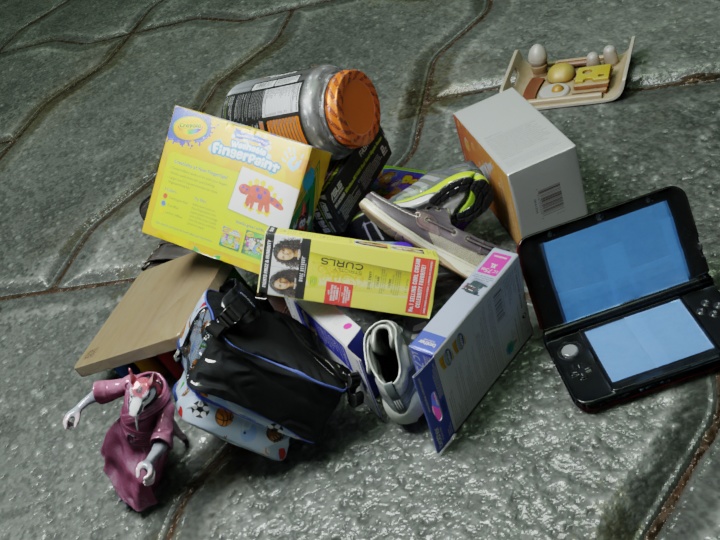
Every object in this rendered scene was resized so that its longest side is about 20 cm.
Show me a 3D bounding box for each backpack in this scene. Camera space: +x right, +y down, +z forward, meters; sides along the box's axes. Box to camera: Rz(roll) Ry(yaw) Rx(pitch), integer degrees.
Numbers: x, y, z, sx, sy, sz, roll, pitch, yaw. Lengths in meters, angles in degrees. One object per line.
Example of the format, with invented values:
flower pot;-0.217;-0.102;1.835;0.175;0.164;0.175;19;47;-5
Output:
backpack;-0.121;0.106;1.026;0.155;0.199;0.191;-52;25;11

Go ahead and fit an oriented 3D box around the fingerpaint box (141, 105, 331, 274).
fingerpaint box;-0.155;-0.097;1.148;0.198;0.169;0.073;18;6;19

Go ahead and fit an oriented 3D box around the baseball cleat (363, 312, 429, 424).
baseball cleat;0.044;0.078;1.039;0.069;0.107;0.201;-20;33;9

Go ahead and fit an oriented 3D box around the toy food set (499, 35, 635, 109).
toy food set;0.333;-0.325;1.464;0.197;0.061;0.144;-2;39;25

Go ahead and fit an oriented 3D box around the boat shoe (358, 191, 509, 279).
boat shoe;0.093;-0.047;1.131;0.198;0.072;0.065;31;88;4

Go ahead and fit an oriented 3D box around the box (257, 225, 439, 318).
box;-0.014;0.002;1.035;0.197;0.076;0.050;9;11;-3

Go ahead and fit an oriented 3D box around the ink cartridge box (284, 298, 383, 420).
ink cartridge box;-0.026;0.086;1.074;0.037;0.096;0.200;-30;36;-15

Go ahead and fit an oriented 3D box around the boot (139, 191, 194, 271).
boot;-0.293;-0.054;1.419;0.197;0.070;0.175;0;40;24

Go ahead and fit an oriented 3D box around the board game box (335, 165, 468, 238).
board game box;0.057;-0.087;1.304;0.198;0.045;0.135;14;48;39

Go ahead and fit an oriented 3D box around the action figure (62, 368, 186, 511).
action figure;-0.228;0.168;0.993;0.134;0.201;0.148;39;45;17

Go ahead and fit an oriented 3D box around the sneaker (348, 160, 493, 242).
sneaker;0.078;-0.083;1.195;0.198;0.075;0.081;-19;28;15

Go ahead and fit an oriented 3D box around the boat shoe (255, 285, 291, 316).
boat shoe;-0.108;0.020;1.227;0.069;0.071;0.201;-6;39;19

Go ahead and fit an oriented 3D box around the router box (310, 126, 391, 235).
router box;-0.060;-0.123;1.261;0.148;0.063;0.201;-8;35;32

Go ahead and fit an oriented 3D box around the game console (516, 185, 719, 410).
game console;0.289;0.027;0.972;0.197;0.120;0.173;-19;35;3

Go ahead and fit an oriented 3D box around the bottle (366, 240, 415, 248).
bottle;0.000;0.000;1.165;0.083;0.066;0.199;-35;19;-23

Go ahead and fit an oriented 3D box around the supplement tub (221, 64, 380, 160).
supplement tub;-0.079;-0.202;1.211;0.198;0.123;0.123;-1;39;37

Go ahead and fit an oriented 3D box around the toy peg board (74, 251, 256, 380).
toy peg board;-0.243;0.075;1.222;0.197;0.098;0.201;-18;30;32

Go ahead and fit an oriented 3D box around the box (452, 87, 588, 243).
box;0.212;-0.138;1.223;0.096;0.125;0.201;-22;34;-2

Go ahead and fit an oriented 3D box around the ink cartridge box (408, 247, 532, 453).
ink cartridge box;0.115;0.084;0.984;0.042;0.120;0.200;15;49;36
